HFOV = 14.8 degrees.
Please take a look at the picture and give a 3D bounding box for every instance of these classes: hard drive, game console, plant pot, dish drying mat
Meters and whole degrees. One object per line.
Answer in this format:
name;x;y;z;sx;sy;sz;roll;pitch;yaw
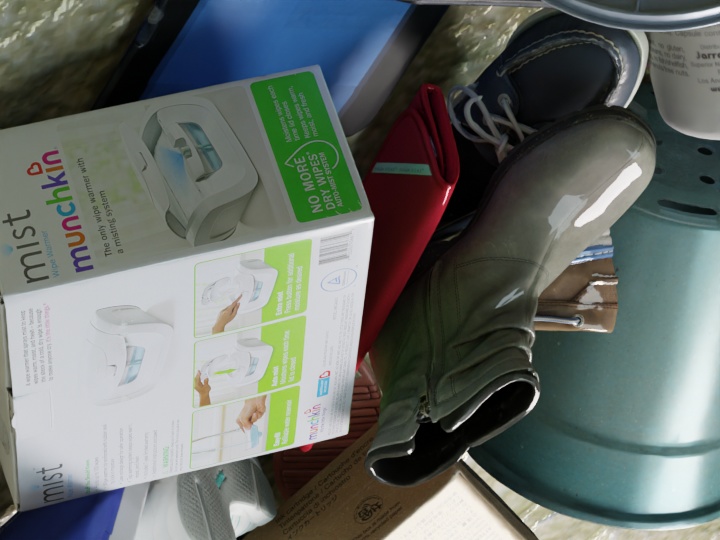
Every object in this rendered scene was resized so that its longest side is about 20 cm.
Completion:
hard drive;-0.162;0.150;1.418;0.132;0.025;0.200;-42;-169;12
game console;-0.001;-0.102;1.327;0.200;0.170;0.119;-5;108;-47
plant pot;0.162;0.011;1.598;0.200;0.200;0.197;-18;134;-35
dish drying mat;0.000;0.000;1.412;0.018;0.077;0.200;9;134;-24

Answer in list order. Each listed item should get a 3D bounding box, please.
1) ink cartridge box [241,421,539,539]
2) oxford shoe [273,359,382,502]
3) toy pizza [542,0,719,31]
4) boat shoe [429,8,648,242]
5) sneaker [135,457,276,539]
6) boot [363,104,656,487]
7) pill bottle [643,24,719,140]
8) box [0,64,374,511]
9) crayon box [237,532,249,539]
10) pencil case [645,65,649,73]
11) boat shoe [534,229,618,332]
ink cartridge box;0.005;0.197;1.612;0.200;0.075;0.165;-40;135;2
oxford shoe;-0.013;0.112;1.652;0.071;0.074;0.200;2;129;4
toy pizza;0.139;-0.202;1.273;0.200;0.200;0.032;-40;164;-2
boat shoe;0.075;-0.072;1.436;0.200;0.075;0.062;-34;-165;49
sneaker;-0.101;0.127;1.519;0.080;0.071;0.200;-27;-179;14
boot;0.079;0.019;1.377;0.068;0.131;0.200;33;120;-29
pill bottle;0.184;-0.176;1.376;0.114;0.114;0.201;-27;116;-24
box;-0.094;0.014;1.320;0.176;0.097;0.200;-13;149;-11
crayon box;-0.140;0.222;1.645;0.200;0.051;0.127;-4;134;-46
pencil case;0.223;-0.147;1.552;0.200;0.087;0.088;-5;135;-49
boat shoe;0.042;0.024;1.496;0.199;0.073;0.072;-13;177;16
